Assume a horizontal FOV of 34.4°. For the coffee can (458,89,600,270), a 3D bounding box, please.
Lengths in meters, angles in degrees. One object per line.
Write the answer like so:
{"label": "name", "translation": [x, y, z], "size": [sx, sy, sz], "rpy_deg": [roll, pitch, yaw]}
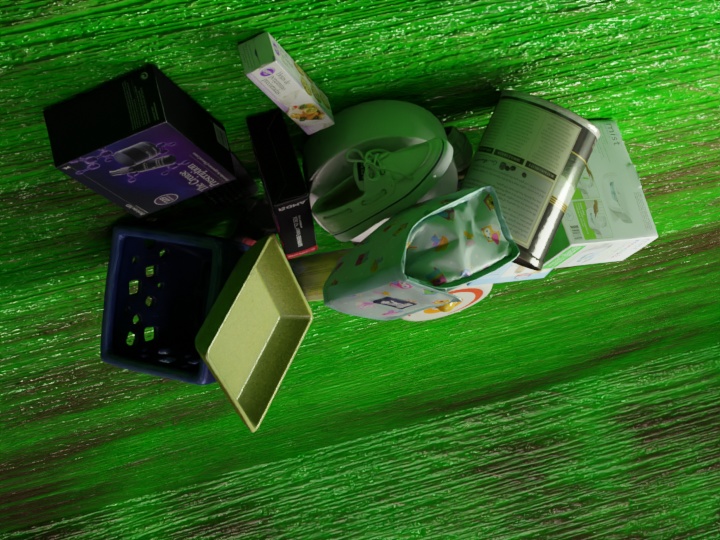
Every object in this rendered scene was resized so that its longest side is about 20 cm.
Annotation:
{"label": "coffee can", "translation": [0.214, -0.119, 1.554], "size": [0.146, 0.201, 0.146], "rpy_deg": [24, 180, 0]}

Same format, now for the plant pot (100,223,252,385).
{"label": "plant pot", "translation": [-0.228, 0.043, 1.636], "size": [0.199, 0.201, 0.180], "rpy_deg": [10, -175, 31]}

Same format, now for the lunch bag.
{"label": "lunch bag", "translation": [0.067, -0.012, 1.431], "size": [0.200, 0.122, 0.170], "rpy_deg": [-30, -172, -38]}

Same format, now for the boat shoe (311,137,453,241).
{"label": "boat shoe", "translation": [0.016, -0.116, 1.443], "size": [0.202, 0.075, 0.086], "rpy_deg": [-31, 128, 32]}

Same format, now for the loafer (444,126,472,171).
{"label": "loafer", "translation": [0.058, -0.149, 1.629], "size": [0.199, 0.070, 0.070], "rpy_deg": [-23, 135, 18]}

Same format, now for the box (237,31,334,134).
{"label": "box", "translation": [-0.082, -0.212, 1.346], "size": [0.039, 0.042, 0.200], "rpy_deg": [-22, 160, 12]}

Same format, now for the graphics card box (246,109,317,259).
{"label": "graphics card box", "translation": [-0.099, -0.106, 1.502], "size": [0.051, 0.126, 0.200], "rpy_deg": [-16, 163, -5]}

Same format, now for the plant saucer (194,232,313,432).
{"label": "plant saucer", "translation": [-0.148, 0.081, 1.546], "size": [0.048, 0.200, 0.200], "rpy_deg": [11, 147, 24]}

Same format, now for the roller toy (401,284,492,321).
{"label": "roller toy", "translation": [0.129, 0.007, 2.010], "size": [0.182, 0.140, 0.200], "rpy_deg": [-2, 157, -37]}

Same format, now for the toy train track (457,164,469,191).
{"label": "toy train track", "translation": [0.083, -0.123, 1.668], "size": [0.199, 0.115, 0.033], "rpy_deg": [-7, 140, 30]}

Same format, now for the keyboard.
{"label": "keyboard", "translation": [-0.216, -0.115, 1.542], "size": [0.127, 0.021, 0.200], "rpy_deg": [-19, 161, 6]}

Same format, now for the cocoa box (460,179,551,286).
{"label": "cocoa box", "translation": [0.235, -0.069, 1.833], "size": [0.199, 0.131, 0.133], "rpy_deg": [-5, 144, -44]}

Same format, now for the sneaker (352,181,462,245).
{"label": "sneaker", "translation": [0.071, -0.083, 1.728], "size": [0.199, 0.082, 0.070], "rpy_deg": [-10, 162, 28]}

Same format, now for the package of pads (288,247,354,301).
{"label": "package of pads", "translation": [0.000, 0.000, 1.674], "size": [0.199, 0.069, 0.154], "rpy_deg": [-9, 180, 28]}

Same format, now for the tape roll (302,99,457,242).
{"label": "tape roll", "translation": [0.024, -0.128, 1.533], "size": [0.201, 0.071, 0.203], "rpy_deg": [-7, 141, -6]}

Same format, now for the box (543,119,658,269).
{"label": "box", "translation": [0.322, -0.116, 1.730], "size": [0.176, 0.201, 0.097], "rpy_deg": [-7, 160, -31]}

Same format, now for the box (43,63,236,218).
{"label": "box", "translation": [-0.249, -0.143, 1.344], "size": [0.141, 0.079, 0.200], "rpy_deg": [-18, 162, 12]}

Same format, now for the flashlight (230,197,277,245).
{"label": "flashlight", "translation": [-0.163, -0.037, 1.738], "size": [0.067, 0.068, 0.200], "rpy_deg": [-7, 160, -24]}
